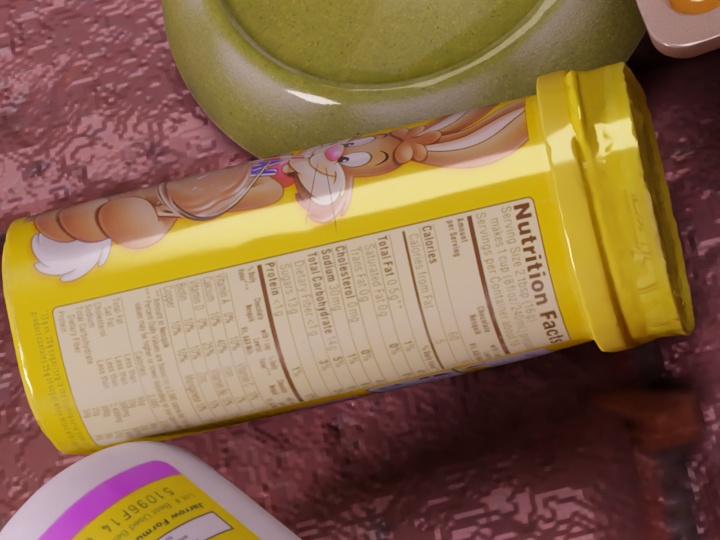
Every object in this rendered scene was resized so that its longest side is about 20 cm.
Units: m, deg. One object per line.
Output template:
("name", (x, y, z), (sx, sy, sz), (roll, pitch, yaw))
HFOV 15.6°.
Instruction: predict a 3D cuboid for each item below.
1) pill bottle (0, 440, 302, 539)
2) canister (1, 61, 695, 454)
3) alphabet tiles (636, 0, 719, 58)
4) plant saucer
("pill bottle", (-0.022, 0.142, 0.768), (0.104, 0.104, 0.200), (-43, 55, -17))
("canister", (0.000, 0.000, 0.843), (0.199, 0.149, 0.087), (-13, 87, 9))
("alphabet tiles", (0.176, -0.140, 0.876), (0.195, 0.015, 0.201), (-19, 53, 3))
("plant saucer", (0.015, -0.128, 0.963), (0.199, 0.031, 0.201), (-7, 66, 15))
